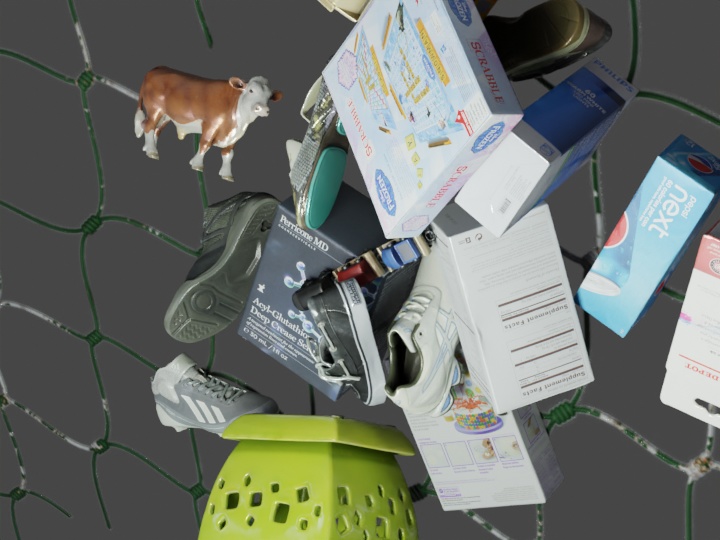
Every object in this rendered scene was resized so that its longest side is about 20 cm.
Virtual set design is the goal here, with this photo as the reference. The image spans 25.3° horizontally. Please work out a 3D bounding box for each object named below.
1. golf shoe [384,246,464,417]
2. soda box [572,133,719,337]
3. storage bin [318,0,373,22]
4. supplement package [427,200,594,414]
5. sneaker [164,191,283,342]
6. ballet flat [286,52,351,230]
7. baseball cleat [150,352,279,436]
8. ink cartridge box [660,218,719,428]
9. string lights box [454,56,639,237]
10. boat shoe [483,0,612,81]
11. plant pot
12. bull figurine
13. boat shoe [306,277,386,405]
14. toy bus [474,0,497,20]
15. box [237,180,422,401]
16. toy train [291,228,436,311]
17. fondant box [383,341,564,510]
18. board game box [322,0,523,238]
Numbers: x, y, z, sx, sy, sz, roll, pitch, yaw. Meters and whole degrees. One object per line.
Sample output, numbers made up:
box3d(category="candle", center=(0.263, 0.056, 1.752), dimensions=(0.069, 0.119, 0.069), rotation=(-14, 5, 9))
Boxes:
box3d(category="golf shoe", center=(0.072, 0.055, 1.728), dimensions=(0.078, 0.097, 0.200), rotation=(1, 79, 36))
box3d(category="soda box", center=(0.289, -0.032, 1.593), dimensions=(0.068, 0.064, 0.200), rotation=(36, 129, 14))
box3d(category="storage bin", center=(-0.012, -0.387, 1.593), dimensions=(0.199, 0.094, 0.200), rotation=(44, 131, 7))
box3d(category="supplement package", center=(0.153, 0.027, 1.664), dimensions=(0.109, 0.114, 0.200), rotation=(-19, 109, -5))
box3d(category="sneaker", center=(-0.163, -0.009, 1.873), dimensions=(0.076, 0.114, 0.200), rotation=(32, 93, -24))
box3d(category="ballet flat", center=(-0.041, -0.144, 1.726), dimensions=(0.072, 0.072, 0.201), rotation=(22, 92, 25))
box3d(category="baseball cleat", center=(-0.195, 0.157, 2.037), dimensions=(0.200, 0.070, 0.107), rotation=(-6, 111, 37))
box3d(category="ink cartridge box", center=(0.376, 0.058, 1.578), dimensions=(0.116, 0.067, 0.200), rotation=(25, 125, 23))
box3d(category="string lights box", center=(0.180, -0.120, 1.530), dimensions=(0.059, 0.200, 0.103), rotation=(40, 131, 10))
box3d(category="boat shoe", center=(0.163, -0.216, 1.578), dimensions=(0.201, 0.066, 0.072), rotation=(-10, 68, 53))
box3d(category="plant pot", center=(-0.054, 0.265, 1.894), dimensions=(0.200, 0.199, 0.182), rotation=(-2, 78, 35))
box3d(category="bull figurine", center=(-0.178, -0.174, 1.835), dimensions=(0.200, 0.065, 0.122), rotation=(17, 91, 36))
box3d(category="boat shoe", center=(-0.018, 0.086, 1.699), dimensions=(0.199, 0.068, 0.074), rotation=(78, 171, -58))
box3d(category="toy bus", center=(0.063, -0.245, 1.609), dimensions=(0.200, 0.078, 0.065), rotation=(-52, 36, 38))
box3d(category="box", center=(-0.032, 0.018, 1.820), dimensions=(0.148, 0.107, 0.200), rotation=(33, 129, 17))
box3d(category="toy train", center=(0.000, 0.000, 1.686), dimensions=(0.200, 0.046, 0.034), rotation=(-27, 96, 39))
box3d(category="fondant box", center=(0.129, 0.170, 1.821), dimensions=(0.144, 0.058, 0.200), rotation=(-11, 108, 38))
box3d(category="board game box", center=(0.053, -0.166, 1.501), dimensions=(0.200, 0.041, 0.200), rotation=(-48, 53, 47))
